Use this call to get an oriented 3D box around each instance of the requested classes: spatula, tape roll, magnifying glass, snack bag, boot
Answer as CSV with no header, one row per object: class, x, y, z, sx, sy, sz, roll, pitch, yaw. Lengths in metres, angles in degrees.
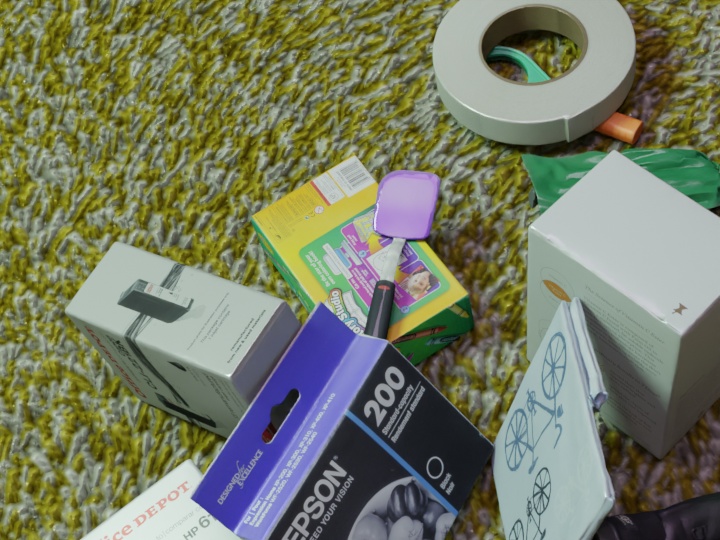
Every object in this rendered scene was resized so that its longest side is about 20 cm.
spatula,0.026,0.000,1.228,0.056,0.021,0.201,8,61,12
tape roll,0.171,-0.211,1.376,0.202,0.037,0.203,-5,55,7
magnifying glass,0.184,-0.170,1.379,0.199,0.022,0.080,25,65,23
snack bag,0.147,0.152,1.067,0.021,0.189,0.200,9,41,-13
boot,0.261,0.247,1.064,0.199,0.166,0.066,-8,21,-21

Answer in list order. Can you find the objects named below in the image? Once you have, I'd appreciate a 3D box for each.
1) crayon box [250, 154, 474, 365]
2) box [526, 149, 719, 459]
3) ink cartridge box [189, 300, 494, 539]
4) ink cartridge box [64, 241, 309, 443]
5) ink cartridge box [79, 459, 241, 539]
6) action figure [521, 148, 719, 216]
crayon box,0.000,0.000,1.281,0.119,0.058,0.200,-31,58,-10
box,0.225,0.031,1.133,0.106,0.200,0.152,-41,61,-21
ink cartridge box,-0.007,0.159,1.110,0.043,0.200,0.198,-10,42,56
ink cartridge box,-0.133,0.070,1.187,0.199,0.144,0.084,19,63,35
ink cartridge box,-0.134,0.275,1.114,0.144,0.085,0.200,-36,58,-13
action figure,0.258,-0.071,1.283,0.199,0.055,0.119,-9,55,-4
